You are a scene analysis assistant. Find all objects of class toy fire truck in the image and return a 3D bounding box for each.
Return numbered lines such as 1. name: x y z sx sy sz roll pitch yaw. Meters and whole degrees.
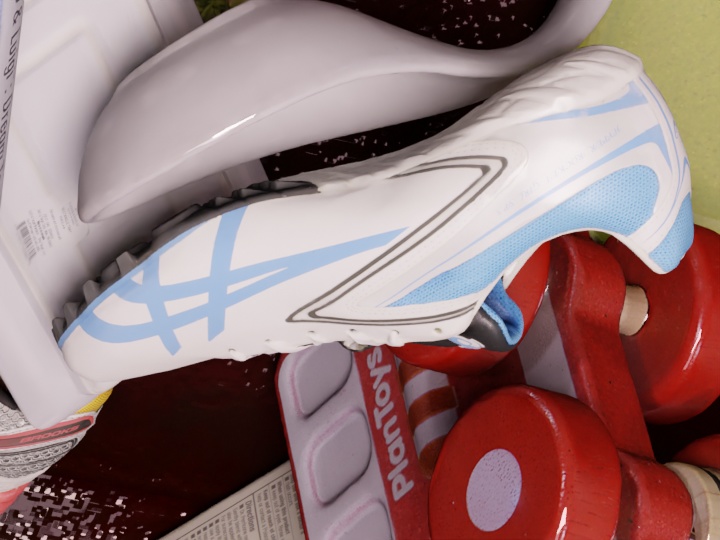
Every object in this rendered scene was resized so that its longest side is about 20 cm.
1. toy fire truck: 0.043 0.071 0.850 0.112 0.201 0.168 13 139 -35

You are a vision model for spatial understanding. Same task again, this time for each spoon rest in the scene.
1. spoon rest: 0.004 -0.062 0.768 0.200 0.099 0.061 -33 92 -25

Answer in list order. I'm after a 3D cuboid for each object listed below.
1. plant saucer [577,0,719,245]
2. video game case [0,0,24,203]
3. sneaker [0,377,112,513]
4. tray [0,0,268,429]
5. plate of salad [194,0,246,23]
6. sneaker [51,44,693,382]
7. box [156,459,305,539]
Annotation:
1. plant saucer: 0.156 -0.071 0.876 0.199 0.031 0.201 -5 131 -6
2. video game case: -0.180 -0.095 0.675 0.199 0.024 0.183 15 123 5
3. sneaker: -0.161 0.008 0.852 0.082 0.078 0.200 -34 138 25
4. tray: -0.081 -0.031 0.792 0.107 0.022 0.200 -37 144 -12
5. plate of salad: -0.114 -0.074 0.801 0.199 0.048 0.201 -6 137 -5
6. sneaker: 0.000 0.000 0.762 0.199 0.072 0.073 -20 92 22
7. box: -0.029 0.137 0.976 0.199 0.095 0.078 -31 130 17
